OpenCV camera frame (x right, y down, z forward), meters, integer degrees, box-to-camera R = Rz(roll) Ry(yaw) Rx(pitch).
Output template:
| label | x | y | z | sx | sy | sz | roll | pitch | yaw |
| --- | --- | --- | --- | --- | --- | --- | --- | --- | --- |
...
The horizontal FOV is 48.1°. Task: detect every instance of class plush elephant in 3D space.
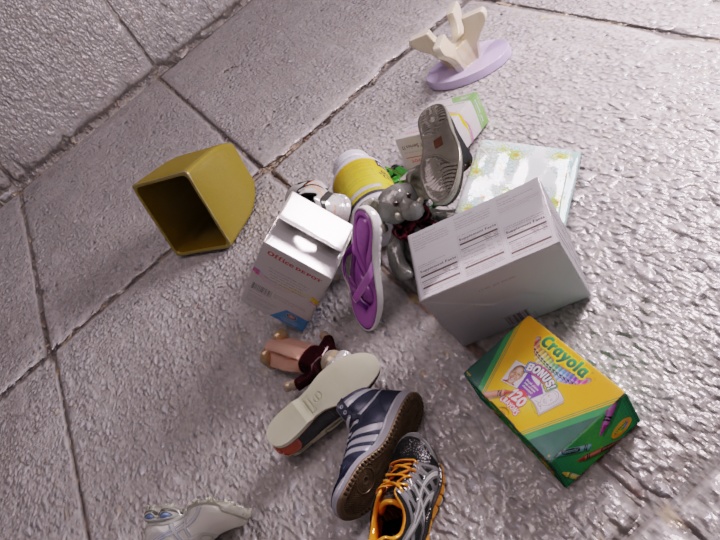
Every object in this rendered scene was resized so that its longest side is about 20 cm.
| label | x | y | z | sx | sy | sz | roll | pitch | yaw |
| --- | --- | --- | --- | --- | --- | --- | --- | --- | --- |
| plush elephant | 0.088 | -0.078 | 1.307 | 0.164 | 0.156 | 0.199 | -42 | 34 | -10 |

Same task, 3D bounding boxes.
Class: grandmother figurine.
| label | x | y | z | sx | sy | sz | roll | pitch | yaw |
| --- | --- | --- | --- | --- | --- | --- | --- | --- | --- |
| grandmother figurine | -0.084 | 0.143 | 1.295 | 0.198 | 0.060 | 0.123 | 2 | 58 | 48 |

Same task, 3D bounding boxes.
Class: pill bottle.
| label | x | y | z | sx | sy | sz | roll | pitch | yaw |
| --- | --- | --- | --- | --- | --- | --- | --- | --- | --- |
| pill bottle | 0.010 | -0.140 | 1.483 | 0.111 | 0.112 | 0.201 | -32 | 39 | 6 |

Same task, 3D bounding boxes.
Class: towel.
| label | x | y | z | sx | sy | sz | roll | pitch | yaw |
| --- | --- | --- | --- | --- | --- | --- | --- | --- | --- |
| towel | 0.246 | -0.125 | 1.257 | 0.168 | 0.049 | 0.202 | 13 | 52 | 16 |

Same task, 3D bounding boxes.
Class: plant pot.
| label | x | y | z | sx | sy | sz | roll | pitch | yaw |
| --- | --- | --- | --- | --- | --- | --- | --- | --- | --- |
| plant pot | -0.352 | -0.182 | 1.830 | 0.191 | 0.197 | 0.201 | -7 | 35 | 37 |

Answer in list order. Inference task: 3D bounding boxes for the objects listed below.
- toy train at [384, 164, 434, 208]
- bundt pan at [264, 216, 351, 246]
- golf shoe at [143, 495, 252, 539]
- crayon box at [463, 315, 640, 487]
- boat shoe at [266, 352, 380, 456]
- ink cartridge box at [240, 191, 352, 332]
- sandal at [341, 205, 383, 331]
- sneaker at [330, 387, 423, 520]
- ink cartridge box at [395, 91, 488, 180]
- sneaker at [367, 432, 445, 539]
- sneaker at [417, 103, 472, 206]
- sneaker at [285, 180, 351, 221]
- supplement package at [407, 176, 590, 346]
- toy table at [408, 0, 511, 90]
| label | x | y | z | sx | sy | sz | roll | pitch | yaw |
| --- | --- | --- | --- | --- | --- | --- | --- | --- | --- |
| toy train | 0.092 | -0.162 | 1.517 | 0.056 | 0.042 | 0.200 | -32 | 32 | -11 |
| bundt pan | -0.105 | -0.071 | 1.558 | 0.199 | 0.076 | 0.204 | -24 | 36 | 19 |
| golf shoe | -0.233 | 0.381 | 1.153 | 0.197 | 0.078 | 0.099 | -21 | 53 | 33 |
| crayon box | 0.227 | 0.153 | 0.986 | 0.118 | 0.059 | 0.200 | -40 | 33 | -3 |
| boat shoe | -0.048 | 0.199 | 1.188 | 0.199 | 0.063 | 0.071 | -39 | 51 | -3 |
| ink cartridge box | -0.103 | -0.019 | 1.359 | 0.201 | 0.127 | 0.126 | -57 | 7 | 50 |
| sandal | -0.004 | -0.002 | 1.279 | 0.049 | 0.207 | 0.082 | -12 | 21 | -33 |
| sneaker | -0.004 | 0.239 | 1.087 | 0.107 | 0.071 | 0.201 | 5 | 45 | 40 |
| ink cartridge box | 0.146 | -0.252 | 1.511 | 0.115 | 0.068 | 0.201 | -6 | 32 | 38 |
| sneaker | 0.053 | 0.278 | 0.984 | 0.077 | 0.078 | 0.202 | -20 | 35 | 26 |
| sneaker | 0.147 | -0.164 | 1.282 | 0.074 | 0.106 | 0.203 | -21 | 48 | 26 |
| sneaker | -0.093 | -0.128 | 1.450 | 0.199 | 0.079 | 0.075 | 21 | 99 | 57 |
| supplement package | 0.190 | -0.006 | 1.108 | 0.197 | 0.156 | 0.113 | -23 | 53 | 20 |
| toy table | 0.209 | -0.478 | 1.719 | 0.197 | 0.118 | 0.186 | -21 | 36 | 25 |
